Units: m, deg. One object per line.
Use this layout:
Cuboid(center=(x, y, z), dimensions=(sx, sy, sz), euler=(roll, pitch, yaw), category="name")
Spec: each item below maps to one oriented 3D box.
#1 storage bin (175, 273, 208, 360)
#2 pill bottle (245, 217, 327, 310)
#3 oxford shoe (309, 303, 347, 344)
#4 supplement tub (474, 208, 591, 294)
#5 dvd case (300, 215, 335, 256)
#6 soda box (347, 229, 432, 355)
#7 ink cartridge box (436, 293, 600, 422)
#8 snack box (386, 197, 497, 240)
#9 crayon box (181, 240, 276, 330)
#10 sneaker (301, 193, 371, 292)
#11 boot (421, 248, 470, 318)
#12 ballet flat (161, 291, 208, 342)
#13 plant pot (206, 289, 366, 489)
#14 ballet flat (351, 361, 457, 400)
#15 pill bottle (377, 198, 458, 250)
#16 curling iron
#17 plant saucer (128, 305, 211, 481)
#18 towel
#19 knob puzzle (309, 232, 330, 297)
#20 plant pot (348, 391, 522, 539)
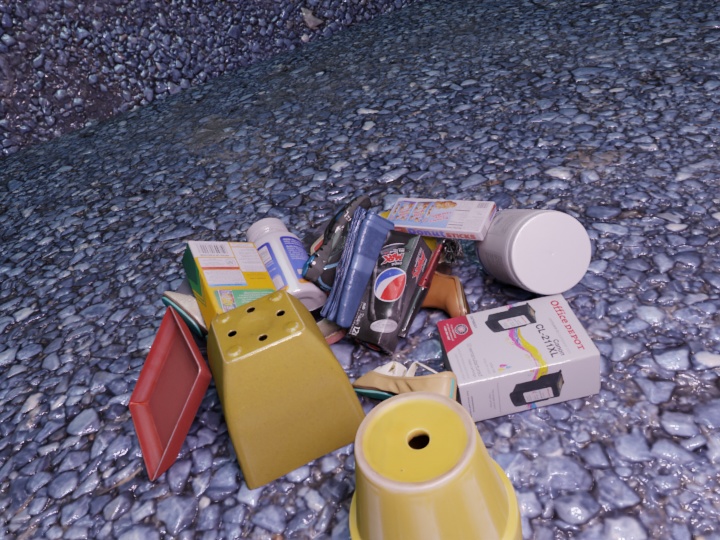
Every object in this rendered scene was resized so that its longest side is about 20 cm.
Cuboid(center=(-0.259, 0.051, 1.129), dimensions=(0.145, 0.135, 0.200), euler=(-7, 36, 12), category="storage bin")
Cuboid(center=(-0.147, -0.002, 1.131), dimensions=(0.112, 0.112, 0.200), euler=(-21, 55, -10), category="pill bottle")
Cuboid(center=(-0.122, 0.110, 1.043), dimensions=(0.200, 0.074, 0.071), euler=(-26, 38, -14), category="oxford shoe")
Cuboid(center=(0.277, -0.036, 0.995), dimensions=(0.131, 0.132, 0.200), euler=(-17, 9, -3), category="supplement tub")
Cuboid(center=(-0.034, -0.062, 1.310), dimensions=(0.200, 0.016, 0.149), euler=(21, 47, 40), category="dvd case")
Cuboid(center=(0.052, 0.036, 1.013), dimensions=(0.063, 0.071, 0.201), euler=(12, 72, 31), category="soda box")
Cuboid(center=(0.227, 0.125, 0.883), dimensions=(0.199, 0.083, 0.146), euler=(-14, 34, 2), category="ink cartridge box")
Cuboid(center=(0.139, -0.095, 1.074), dimensions=(0.199, 0.024, 0.072), euler=(8, 57, 38), category="snack box")
Cuboid(center=(-0.212, 0.035, 1.015), dimensions=(0.125, 0.052, 0.200), euler=(0, 44, -37), category="crayon box")
Cuboid(center=(-0.028, -0.049, 1.084), dimensions=(0.200, 0.082, 0.073), euler=(-59, 14, -20), category="sneaker")
Cuboid(center=(0.103, 0.051, 1.061), dimensions=(0.154, 0.074, 0.200), euler=(-22, 36, 3), category="boot")
Cuboid(center=(-0.247, 0.093, 1.013), dimensions=(0.200, 0.068, 0.062), euler=(40, 62, 11), category="ballet flat")
Cuboid(center=(-0.125, 0.149, 0.877), dimensions=(0.195, 0.200, 0.194), euler=(-23, 35, -11), category="plant pot")
Cuboid(center=(0.065, 0.163, 0.867), dimensions=(0.200, 0.069, 0.063), euler=(0, 68, 50), category="ballet flat")
Cuboid(center=(0.084, -0.067, 1.187), dimensions=(0.199, 0.112, 0.112), euler=(-14, 34, 1), category="pill bottle")
Cuboid(center=(0.114, 0.025, 1.007), dimensions=(0.049, 0.026, 0.200), euler=(17, 67, 44), category="curling iron")
Cuboid(center=(-0.298, 0.187, 0.942), dimensions=(0.037, 0.200, 0.200), euler=(17, 15, -36), category="plant saucer")
Cuboid(center=(0.000, 0.000, 1.023), dimensions=(0.048, 0.112, 0.201), euler=(13, 85, 31), category="towel")
Cuboid(center=(-0.034, -0.020, 1.131), dimensions=(0.219, 0.030, 0.220), euler=(-16, 63, 34), category="knob puzzle")
Cuboid(center=(0.076, 0.247, 0.672), dimensions=(0.200, 0.189, 0.201), euler=(-9, 34, 6), category="plant pot")
